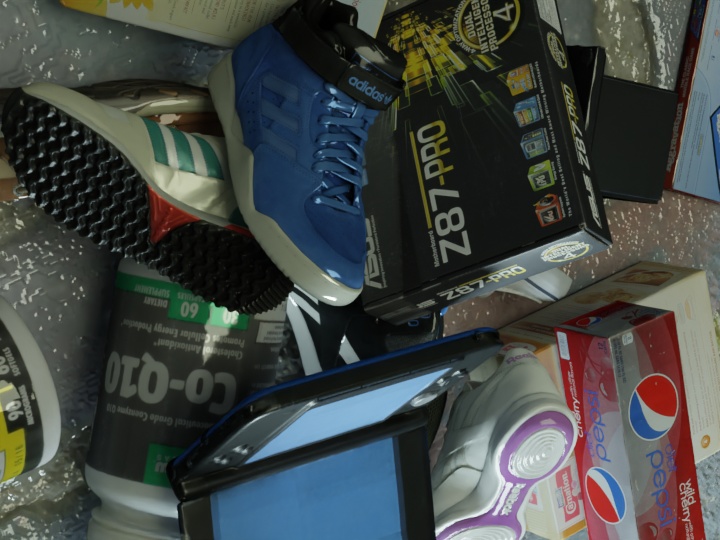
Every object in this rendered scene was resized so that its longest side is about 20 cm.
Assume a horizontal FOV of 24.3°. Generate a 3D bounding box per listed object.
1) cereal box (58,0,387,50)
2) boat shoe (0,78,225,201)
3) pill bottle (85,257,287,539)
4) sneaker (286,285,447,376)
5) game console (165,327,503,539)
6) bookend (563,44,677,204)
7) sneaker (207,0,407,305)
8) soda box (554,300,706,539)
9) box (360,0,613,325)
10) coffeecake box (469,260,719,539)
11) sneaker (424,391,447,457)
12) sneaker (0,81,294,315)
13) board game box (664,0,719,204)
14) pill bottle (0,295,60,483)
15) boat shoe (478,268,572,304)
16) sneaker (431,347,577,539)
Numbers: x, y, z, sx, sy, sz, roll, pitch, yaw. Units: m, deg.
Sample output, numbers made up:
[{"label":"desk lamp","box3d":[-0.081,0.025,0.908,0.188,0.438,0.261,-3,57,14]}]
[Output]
[{"label":"cereal box","box3d":[-0.073,-0.209,1.032,0.200,0.040,0.144,13,117,-15]},{"label":"boat shoe","box3d":[-0.154,-0.080,1.054,0.200,0.076,0.072,-6,107,-28]},{"label":"pill bottle","box3d":[-0.115,0.095,1.075,0.113,0.113,0.200,8,91,-36]},{"label":"sneaker","box3d":[0.000,0.000,1.139,0.073,0.112,0.200,-70,145,-55]},{"label":"game console","box3d":[-0.005,0.135,1.023,0.200,0.171,0.118,-14,72,-38]},{"label":"bookend","box3d":[0.164,-0.100,1.196,0.199,0.200,0.092,7,93,-35]},{"label":"sneaker","box3d":[-0.018,-0.082,0.979,0.111,0.200,0.077,-40,137,23]},{"label":"soda box","box3d":[0.203,0.128,1.248,0.070,0.063,0.200,-19,107,-31]},{"label":"box","box3d":[0.064,-0.084,1.078,0.049,0.161,0.200,24,51,-54]},{"label":"coffeecake box","box3d":[0.192,0.099,1.320,0.200,0.073,0.154,-23,109,-31]},{"label":"sneaker","box3d":[0.024,0.157,1.185,0.076,0.114,0.199,46,68,-33]},{"label":"sneaker","box3d":[-0.121,-0.056,1.006,0.200,0.070,0.093,32,34,-12]},{"label":"board game box","box3d":[0.309,-0.157,1.404,0.103,0.019,0.200,12,89,-35]},{"label":"pill bottle","box3d":[-0.284,0.094,0.953,0.200,0.114,0.114,-23,109,-31]},{"label":"boat shoe","box3d":[0.064,-0.011,1.226,0.200,0.074,0.067,27,95,-26]},{"label":"sneaker","box3d":[0.092,0.143,1.231,0.075,0.100,0.200,14,127,-27]}]
